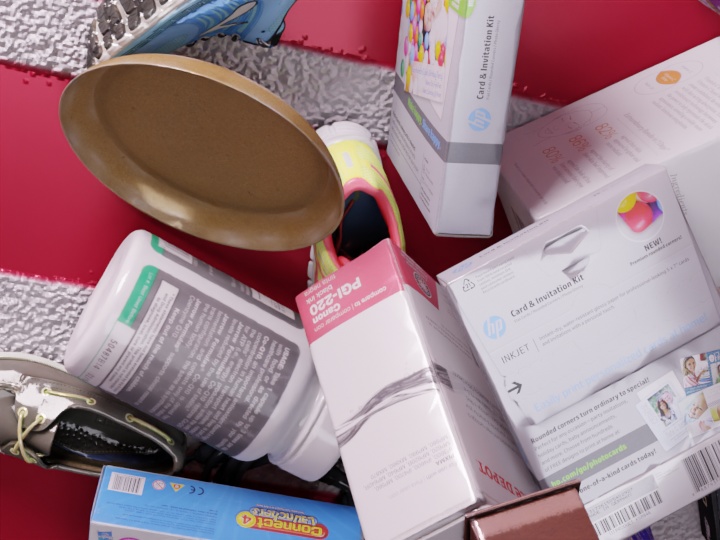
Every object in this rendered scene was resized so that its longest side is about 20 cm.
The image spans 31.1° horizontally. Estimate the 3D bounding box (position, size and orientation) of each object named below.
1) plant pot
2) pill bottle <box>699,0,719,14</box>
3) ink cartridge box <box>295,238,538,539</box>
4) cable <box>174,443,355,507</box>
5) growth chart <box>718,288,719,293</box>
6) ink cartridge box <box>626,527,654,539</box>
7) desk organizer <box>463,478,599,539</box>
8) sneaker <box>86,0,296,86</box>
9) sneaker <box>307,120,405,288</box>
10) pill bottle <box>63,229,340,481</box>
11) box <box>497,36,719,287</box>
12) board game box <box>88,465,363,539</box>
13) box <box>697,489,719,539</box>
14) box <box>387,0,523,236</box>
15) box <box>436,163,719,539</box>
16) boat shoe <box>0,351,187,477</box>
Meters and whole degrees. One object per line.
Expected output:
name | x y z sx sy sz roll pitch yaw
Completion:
plant pot | -0.101 -0.079 0.856 0.198 0.028 0.201 15 151 8
pill bottle | 0.290 -0.197 0.835 0.111 0.200 0.113 -4 115 -8
ink cartridge box | 0.046 0.103 0.855 0.084 0.201 0.146 -31 143 15
cable | -0.055 0.205 1.048 0.162 0.051 0.201 -23 116 -6
growth chart | 0.229 0.059 0.974 0.198 0.146 0.018 3 150 -24
ink cartridge box | 0.172 0.162 0.976 0.043 0.201 0.199 -29 117 12
desk organizer | 0.107 0.216 0.792 0.071 0.077 0.201 -15 144 -8
sneaker | -0.091 -0.169 0.850 0.199 0.079 0.090 -28 128 10
sneaker | 0.000 0.000 0.934 0.077 0.090 0.202 -17 120 -5
pill bottle | -0.100 0.065 0.926 0.199 0.113 0.114 30 106 -15
box | 0.208 -0.060 0.910 0.198 0.153 0.107 -24 115 2
board game box | -0.111 0.250 0.993 0.198 0.056 0.197 10 128 -4
box | 0.382 0.147 1.097 0.198 0.044 0.162 -15 116 -3
box | 0.060 -0.144 0.835 0.041 0.156 0.202 2 115 -12
box | 0.159 0.058 0.816 0.155 0.041 0.201 -28 101 -3
boat shoe | -0.225 0.112 0.961 0.200 0.060 0.073 13 112 -15
